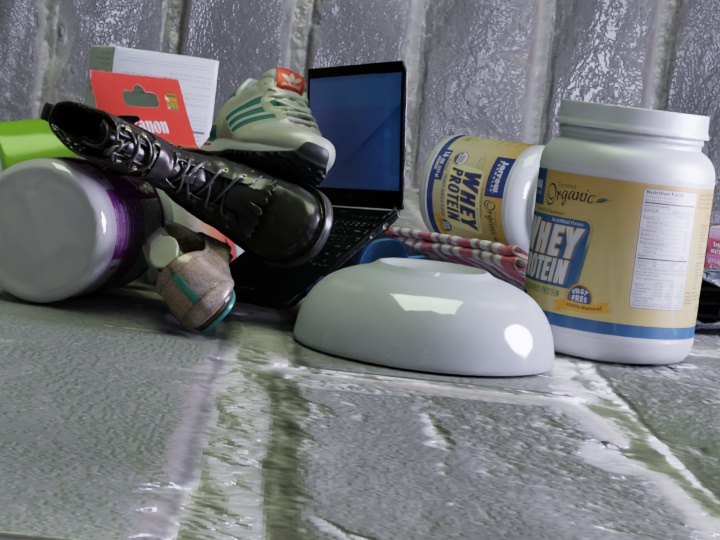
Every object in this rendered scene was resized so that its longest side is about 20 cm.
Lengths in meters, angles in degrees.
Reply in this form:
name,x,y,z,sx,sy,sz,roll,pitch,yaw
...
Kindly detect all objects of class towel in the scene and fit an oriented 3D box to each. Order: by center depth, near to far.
name,x,y,z,sx,sy,sz,roll,pitch,yaw
towel,0.117,0.004,1.598,0.146,0.030,0.199,29,-12,-39

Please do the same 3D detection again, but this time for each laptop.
name,x,y,z,sx,sy,sz,roll,pitch,yaw
laptop,-0.050,-0.071,1.426,0.200,0.104,0.177,-39,20,-20

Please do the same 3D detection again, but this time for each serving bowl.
name,x,y,z,sx,sy,sz,roll,pitch,yaw
serving bowl,0.051,0.029,1.309,0.198,0.066,0.200,6,5,-1

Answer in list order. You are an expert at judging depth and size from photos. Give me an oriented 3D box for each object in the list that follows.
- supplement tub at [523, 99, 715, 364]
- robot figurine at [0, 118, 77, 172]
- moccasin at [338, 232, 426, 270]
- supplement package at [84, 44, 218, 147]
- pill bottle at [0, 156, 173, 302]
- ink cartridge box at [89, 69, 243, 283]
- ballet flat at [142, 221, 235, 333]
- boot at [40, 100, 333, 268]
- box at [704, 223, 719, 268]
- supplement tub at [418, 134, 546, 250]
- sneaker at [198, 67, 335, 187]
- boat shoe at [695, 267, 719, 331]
name,x,y,z,sx,sy,sz,roll,pitch,yaw
supplement tub,0.211,-0.033,1.418,0.143,0.202,0.145,6,6,-1
robot figurine,-0.301,-0.077,1.567,0.199,0.116,0.175,-8,33,-29
moccasin,0.000,0.000,1.503,0.068,0.081,0.200,25,-1,14
supplement package,-0.217,-0.118,1.730,0.109,0.202,0.114,5,5,-22
pill bottle,-0.222,-0.038,1.405,0.111,0.113,0.200,8,6,12
ink cartridge box,-0.162,-0.092,1.589,0.050,0.202,0.162,-18,-5,25
ballet flat,-0.134,-0.005,1.337,0.067,0.068,0.200,43,-3,-13
boot,-0.136,-0.070,1.327,0.199,0.070,0.174,21,-3,40
box,0.457,0.010,1.788,0.198,0.096,0.100,9,6,18
supplement tub,0.190,-0.096,2.254,0.199,0.146,0.144,11,7,38
sneaker,-0.071,-0.125,1.425,0.070,0.094,0.199,24,-6,-24
boat shoe,0.378,0.033,1.650,0.199,0.071,0.091,1,5,19
